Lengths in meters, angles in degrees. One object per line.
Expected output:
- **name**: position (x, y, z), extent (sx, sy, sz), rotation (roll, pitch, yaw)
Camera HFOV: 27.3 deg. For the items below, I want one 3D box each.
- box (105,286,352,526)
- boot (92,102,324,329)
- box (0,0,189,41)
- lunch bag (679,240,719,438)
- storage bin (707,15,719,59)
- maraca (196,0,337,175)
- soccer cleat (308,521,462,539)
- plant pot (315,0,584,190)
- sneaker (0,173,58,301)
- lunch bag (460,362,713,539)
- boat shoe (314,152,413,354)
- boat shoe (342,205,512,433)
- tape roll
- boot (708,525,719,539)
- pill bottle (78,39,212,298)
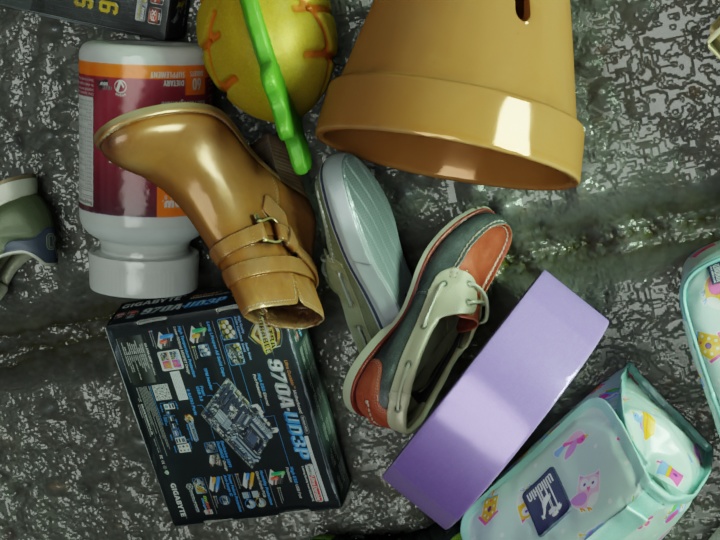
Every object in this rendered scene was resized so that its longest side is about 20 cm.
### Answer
- **box**: position (-0.108, 0.113, 1.243), extent (0.158, 0.046, 0.201), rotation (-9, 112, 17)
- **boot**: position (-0.104, -0.037, 1.115), extent (0.074, 0.199, 0.156), rotation (-31, 62, 39)
- **box**: position (-0.208, -0.302, 1.211), extent (0.157, 0.048, 0.201), rotation (14, 104, 12)
- **lunch bag**: position (0.335, 0.058, 1.117), extent (0.159, 0.077, 0.201), rotation (-17, 96, 18)
- **storage bin**: position (0.384, -0.164, 1.054), extent (0.198, 0.094, 0.200), rotation (-43, 88, 19)
- **maraca**: position (-0.068, -0.166, 1.134), extent (0.106, 0.137, 0.201), rotation (-18, 57, 7)
- **soccer cleat**: position (-0.003, 0.251, 1.256), extent (0.199, 0.067, 0.081), rotation (-33, 78, 19)
- **plant pot**: position (0.075, -0.148, 1.099), extent (0.199, 0.200, 0.141), rotation (9, 87, 13)
- **sneaker**: position (-0.350, -0.003, 1.296), extent (0.199, 0.067, 0.090), rotation (-27, 88, 15)
- **lunch bag**: position (0.170, 0.177, 1.121), extent (0.122, 0.200, 0.170), rotation (46, 109, 2)
- **boat shoe**: position (0.000, 0.000, 1.177), extent (0.062, 0.072, 0.201), rotation (-9, 121, 23)
- **boat shoe**: position (0.065, 0.038, 1.150), extent (0.062, 0.071, 0.200), rotation (18, 65, 44)
- **tape roll**: position (0.102, 0.097, 1.124), extent (0.066, 0.200, 0.201), rotation (38, 108, 4)
- **boot**: position (0.310, 0.252, 1.167), extent (0.200, 0.073, 0.090), rotation (-43, 108, 6)
- **pill bottle**: position (-0.176, -0.084, 1.212), extent (0.109, 0.110, 0.202), rotation (5, 102, 14)
